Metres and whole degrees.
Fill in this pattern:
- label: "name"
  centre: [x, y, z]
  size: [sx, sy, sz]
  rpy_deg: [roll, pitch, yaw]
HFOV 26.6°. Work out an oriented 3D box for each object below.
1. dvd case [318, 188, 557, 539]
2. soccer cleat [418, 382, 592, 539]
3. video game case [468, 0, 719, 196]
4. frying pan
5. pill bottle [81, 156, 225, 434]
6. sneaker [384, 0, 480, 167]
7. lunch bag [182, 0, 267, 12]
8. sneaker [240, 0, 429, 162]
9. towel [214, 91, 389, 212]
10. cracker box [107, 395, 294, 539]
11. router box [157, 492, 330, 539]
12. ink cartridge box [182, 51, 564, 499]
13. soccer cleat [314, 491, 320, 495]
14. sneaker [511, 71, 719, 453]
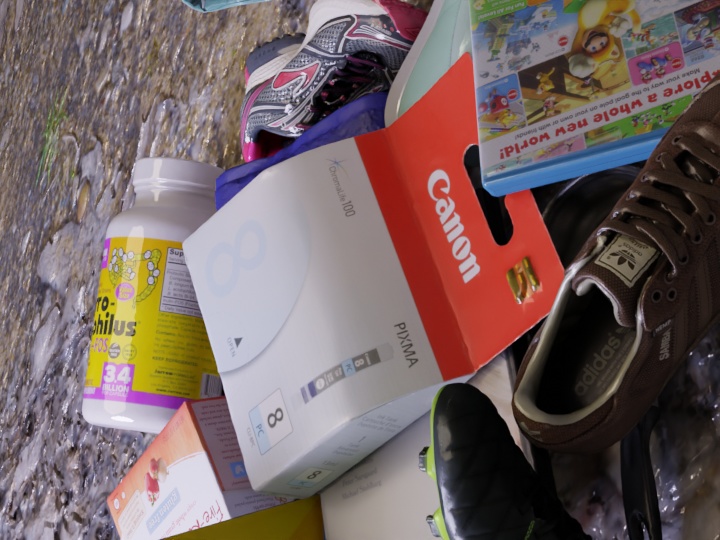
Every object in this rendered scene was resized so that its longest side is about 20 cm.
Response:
- label: "dvd case"
  centre: [0.030, 0.074, 0.786]
  size: [0.142, 0.017, 0.202]
  rpy_deg: [-28, 59, 35]
- label: "soccer cleat"
  centre: [0.088, 0.137, 0.668]
  size: [0.080, 0.067, 0.202]
  rpy_deg: [-17, 101, 26]
- label: "video game case"
  centre: [0.120, -0.146, 0.756]
  size: [0.141, 0.018, 0.203]
  rpy_deg: [-13, 65, 25]
- label: "frying pan"
  centre: [0.136, 0.035, 0.722]
  size: [0.115, 0.031, 0.191]
  rpy_deg: [-53, 47, 35]
- label: "pill bottle"
  centre: [-0.148, 0.021, 1.152]
  size: [0.104, 0.103, 0.203]
  rpy_deg: [-8, 73, 59]
- label: "sneaker"
  centre: [0.097, -0.146, 0.824]
  size: [0.118, 0.073, 0.203]
  rpy_deg: [23, 93, 47]
- label: "lunch bag"
  centre: [-0.067, -0.299, 1.106]
  size: [0.199, 0.121, 0.173]
  rpy_deg: [-29, 56, 47]
- label: "sneaker"
  centre: [-0.014, -0.121, 0.986]
  size: [0.199, 0.080, 0.076]
  rpy_deg: [-26, 50, 58]
- label: "towel"
  centre: [-0.016, 0.013, 0.896]
  size: [0.147, 0.049, 0.203]
  rpy_deg: [-24, 65, 37]
- label: "cracker box"
  centre: [-0.086, 0.201, 0.981]
  size: [0.134, 0.057, 0.202]
  rpy_deg: [-49, 57, 41]
- label: "router box"
  centre: [-0.037, 0.228, 0.787]
  size: [0.051, 0.148, 0.202]
  rpy_deg: [-38, 68, 50]
- label: "ink cartridge box"
  centre: [0.000, 0.000, 0.791]
  size: [0.200, 0.047, 0.162]
  rpy_deg: [-40, 54, 30]
- label: "soccer cleat"
  centre: [0.040, 0.136, 0.846]
  size: [0.199, 0.064, 0.085]
  rpy_deg: [-26, 88, 50]
- label: "sneaker"
  centre: [0.133, -0.005, 0.660]
  size: [0.070, 0.075, 0.202]
  rpy_deg: [32, 101, 24]
